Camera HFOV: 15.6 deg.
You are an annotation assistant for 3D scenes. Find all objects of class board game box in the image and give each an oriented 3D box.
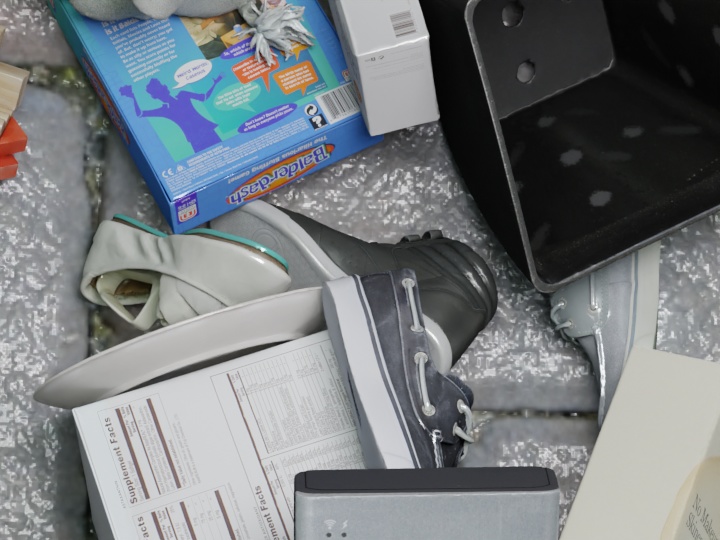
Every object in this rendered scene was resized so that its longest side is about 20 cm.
[{"bbox_3d":[-0.096,-0.139,1.679,0.151,0.045,0.201,-24,64,-12],"label":"board game box"}]

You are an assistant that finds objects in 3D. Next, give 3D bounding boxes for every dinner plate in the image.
[{"bbox_3d":[-0.098,0.053,1.566,0.199,0.200,0.024,-17,80,-11],"label":"dinner plate"}]

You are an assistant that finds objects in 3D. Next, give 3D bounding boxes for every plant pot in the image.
[{"bbox_3d":[0.132,-0.138,1.633,0.198,0.177,0.201,-25,120,-16],"label":"plant pot"}]

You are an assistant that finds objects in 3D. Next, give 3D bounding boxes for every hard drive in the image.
[{"bbox_3d":[0.034,0.202,1.401,0.138,0.033,0.202,-1,112,-3],"label":"hard drive"}]

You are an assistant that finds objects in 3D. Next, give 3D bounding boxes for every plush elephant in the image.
[{"bbox_3d":[-0.111,-0.227,1.613,0.200,0.155,0.165,37,68,21],"label":"plush elephant"}]

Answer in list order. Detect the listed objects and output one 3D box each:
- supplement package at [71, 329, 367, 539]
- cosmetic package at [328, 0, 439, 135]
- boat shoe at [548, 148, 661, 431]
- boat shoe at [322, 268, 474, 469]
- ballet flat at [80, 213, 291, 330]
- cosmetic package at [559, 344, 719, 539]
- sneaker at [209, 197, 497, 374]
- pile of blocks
[{"bbox_3d":[-0.050,0.148,1.554,0.198,0.152,0.151,-17,61,-10],"label":"supplement package"},{"bbox_3d":[0.000,-0.189,1.637,0.050,0.083,0.201,-15,55,0],"label":"cosmetic package"},{"bbox_3d":[0.156,0.018,1.679,0.071,0.070,0.202,2,70,6],"label":"boat shoe"},{"bbox_3d":[0.033,0.084,1.468,0.067,0.072,0.201,-12,53,-7],"label":"boat shoe"},{"bbox_3d":[-0.110,0.010,1.595,0.069,0.199,0.070,-5,99,-33],"label":"ballet flat"},{"bbox_3d":[0.173,0.160,1.569,0.073,0.104,0.201,12,66,28],"label":"cosmetic package"},{"bbox_3d":[0.000,0.000,1.668,0.199,0.071,0.099,31,38,25],"label":"sneaker"},{"bbox_3d":[-0.249,-0.066,1.645,0.062,0.082,0.201,18,72,-1],"label":"pile of blocks"}]
